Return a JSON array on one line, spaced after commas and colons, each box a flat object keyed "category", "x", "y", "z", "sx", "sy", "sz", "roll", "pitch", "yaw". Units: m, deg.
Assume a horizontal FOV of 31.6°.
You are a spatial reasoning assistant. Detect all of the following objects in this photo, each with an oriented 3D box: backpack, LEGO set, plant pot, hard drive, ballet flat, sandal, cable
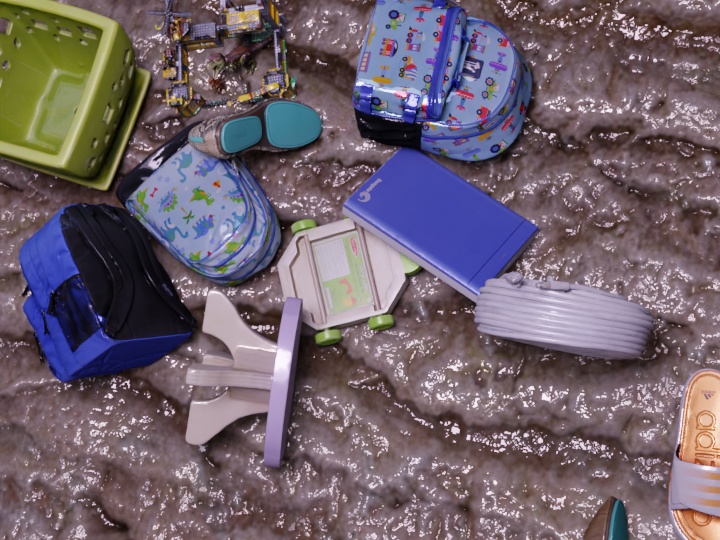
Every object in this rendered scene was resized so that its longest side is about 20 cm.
[{"category": "backpack", "x": 0.104, "y": -0.231, "z": 1.537, "sx": 0.199, "sy": 0.135, "sz": 0.183, "roll": 15, "pitch": 74, "yaw": 12}, {"category": "LEGO set", "x": -0.179, "y": -0.280, "z": 1.624, "sx": 0.199, "sy": 0.116, "sz": 0.155, "roll": 2, "pitch": 79, "yaw": 13}, {"category": "plant pot", "x": -0.390, "y": -0.219, "z": 1.627, "sx": 0.199, "sy": 0.181, "sz": 0.200, "roll": 17, "pitch": 82, "yaw": 16}, {"category": "hard drive", "x": 0.096, "y": -0.061, "z": 1.534, "sx": 0.200, "sy": 0.025, "sz": 0.132, "roll": 34, "pitch": 58, "yaw": 17}, {"category": "ballet flat", "x": -0.135, "y": -0.177, "z": 1.573, "sx": 0.075, "sy": 0.200, "sz": 0.068, "roll": 8, "pitch": 107, "yaw": 36}, {"category": "sandal", "x": 0.384, "y": 0.210, "z": 1.424, "sx": 0.079, "sy": 0.059, "sz": 0.208, "roll": 0, "pitch": 79, "yaw": 13}, {"category": "ballet flat", "x": 0.268, "y": 0.357, "z": 1.427, "sx": 0.072, "sy": 0.068, "sz": 0.201, "roll": -11, "pitch": 80, "yaw": 30}, {"category": "backpack", "x": -0.191, "y": -0.073, "z": 1.583, "sx": 0.163, "sy": 0.154, "sz": 0.200, "roll": -38, "pitch": 84, "yaw": -2}, {"category": "cable", "x": 0.226, "y": 0.055, "z": 1.422, "sx": 0.199, "sy": 0.200, "sz": 0.070, "roll": 12, "pitch": 85, "yaw": -12}, {"category": "backpack", "x": -0.336, "y": 0.026, "z": 1.574, "sx": 0.168, "sy": 0.162, "sz": 0.201, "roll": -33, "pitch": 75, "yaw": 26}]

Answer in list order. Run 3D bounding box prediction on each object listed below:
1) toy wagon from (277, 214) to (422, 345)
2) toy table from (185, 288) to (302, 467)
[{"category": "toy wagon", "x": 0.000, "y": 0.000, "z": 1.567, "sx": 0.199, "sy": 0.040, "sz": 0.156, "roll": -15, "pitch": 76, "yaw": 9}, {"category": "toy table", "x": -0.138, "y": 0.125, "z": 1.509, "sx": 0.116, "sy": 0.184, "sz": 0.201, "roll": 9, "pitch": 82, "yaw": 1}]
